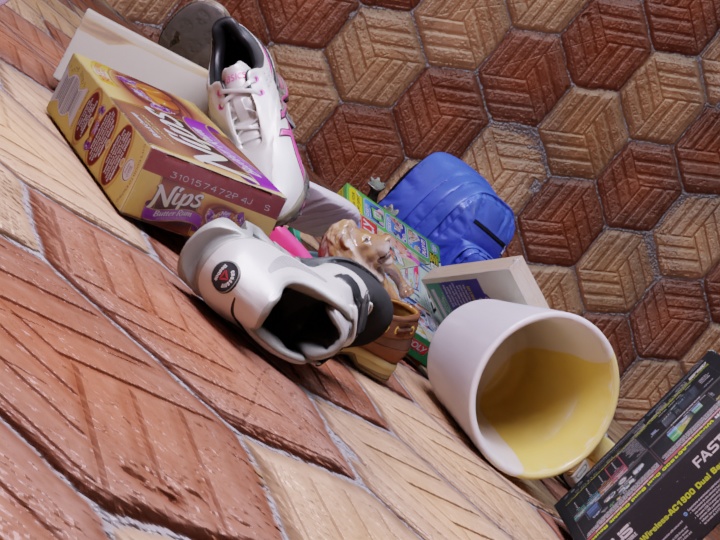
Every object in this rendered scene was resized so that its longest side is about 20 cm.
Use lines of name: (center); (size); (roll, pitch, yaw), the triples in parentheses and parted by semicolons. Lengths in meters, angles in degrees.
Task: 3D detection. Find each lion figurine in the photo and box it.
lion figurine: (0.000, 0.000, 1.329); (0.123, 0.072, 0.200); (58, -1, -12)

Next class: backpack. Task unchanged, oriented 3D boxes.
backpack: (0.097, -0.026, 1.786); (0.168, 0.200, 0.162); (42, 4, 29)

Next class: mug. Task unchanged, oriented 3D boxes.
mug: (0.139, 0.111, 1.344); (0.153, 0.148, 0.188); (29, -42, 65)

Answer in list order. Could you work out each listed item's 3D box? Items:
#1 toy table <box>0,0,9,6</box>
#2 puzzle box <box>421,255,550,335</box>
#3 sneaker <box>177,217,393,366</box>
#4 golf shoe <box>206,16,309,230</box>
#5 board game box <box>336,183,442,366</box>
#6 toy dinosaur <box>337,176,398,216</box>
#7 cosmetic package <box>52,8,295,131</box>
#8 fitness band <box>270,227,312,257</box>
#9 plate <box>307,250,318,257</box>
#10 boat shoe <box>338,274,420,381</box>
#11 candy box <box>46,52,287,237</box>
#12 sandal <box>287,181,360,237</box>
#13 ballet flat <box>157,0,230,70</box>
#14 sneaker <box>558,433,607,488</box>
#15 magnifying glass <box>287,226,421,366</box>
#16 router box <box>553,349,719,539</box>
toy table: (-0.321, -0.290, 1.098); (0.200, 0.183, 0.117); (51, 17, -16)
puzzle box: (0.153, 0.080, 1.459); (0.132, 0.025, 0.201); (-6, -63, 52)
sneaker: (-0.030, 0.033, 0.955); (0.088, 0.074, 0.199); (43, 15, 34)
golf shoe: (-0.093, -0.115, 1.164); (0.092, 0.072, 0.201); (63, 9, -47)
board game box: (0.030, 0.004, 1.530); (0.134, 0.029, 0.201); (35, 27, -22)
toy dinosaur: (0.004, -0.041, 1.702); (0.200, 0.077, 0.102); (45, -34, 9)
cosmetic package: (-0.164, -0.150, 1.312); (0.199, 0.072, 0.105); (28, -1, 3)
fitness band: (-0.107, -0.042, 1.256); (0.144, 0.038, 0.200); (43, 6, 28)
plate: (0.014, 0.034, 1.615); (0.200, 0.026, 0.200); (41, 4, -3)
boat shoe: (-0.014, 0.026, 1.149); (0.072, 0.068, 0.200); (43, 5, 32)
candy box: (-0.148, -0.087, 1.083); (0.116, 0.057, 0.200); (21, 14, -34)
sandal: (-0.087, -0.092, 1.447); (0.206, 0.079, 0.060); (26, 43, -39)
ballet flat: (-0.163, -0.189, 1.396); (0.067, 0.201, 0.047); (29, 49, 1)
sneaker: (0.194, 0.159, 1.581); (0.087, 0.076, 0.201); (-16, -68, 53)
magnifying glass: (-0.001, 0.019, 1.521); (0.200, 0.022, 0.079); (48, 33, 7)
router box: (0.256, 0.164, 1.192); (0.062, 0.200, 0.150); (44, 4, -4)
